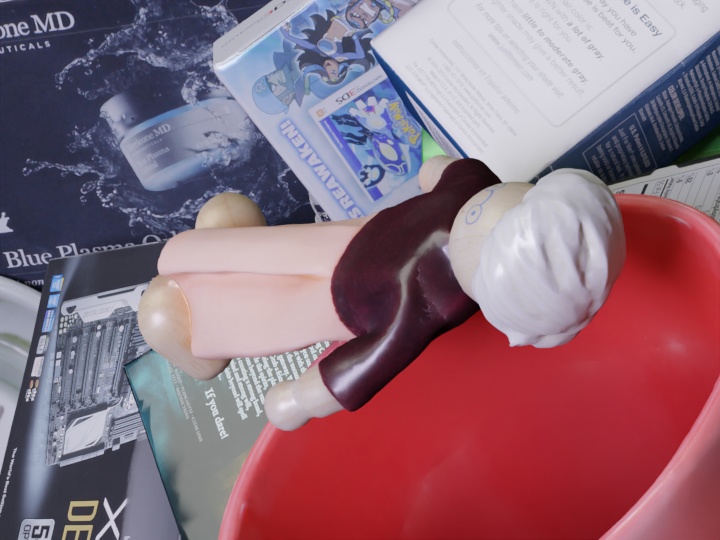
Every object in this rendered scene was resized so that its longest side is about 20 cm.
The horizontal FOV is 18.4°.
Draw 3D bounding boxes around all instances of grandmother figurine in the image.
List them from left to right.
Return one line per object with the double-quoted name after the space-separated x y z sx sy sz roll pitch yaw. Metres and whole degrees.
0.006 0.002 0.723 0.199 0.061 0.122 -9 49 49 "grandmother figurine"

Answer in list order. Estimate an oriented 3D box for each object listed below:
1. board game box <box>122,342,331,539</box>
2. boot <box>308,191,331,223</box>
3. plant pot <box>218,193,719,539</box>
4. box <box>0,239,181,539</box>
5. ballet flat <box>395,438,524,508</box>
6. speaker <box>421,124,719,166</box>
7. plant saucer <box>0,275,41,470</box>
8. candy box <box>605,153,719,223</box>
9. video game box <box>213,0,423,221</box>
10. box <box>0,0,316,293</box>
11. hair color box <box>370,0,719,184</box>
-0.013 0.092 0.927 0.135 0.028 0.201 -30 58 13 "board game box"
0.000 0.000 1.073 0.073 0.096 0.201 -18 35 37 "boot"
0.082 0.105 0.727 0.200 0.178 0.201 -30 28 18 "plant pot"
-0.107 0.088 1.055 0.157 0.050 0.201 -7 66 47 "box"
0.076 0.060 0.866 0.200 0.071 0.069 -34 -33 -54 "ballet flat"
0.129 -0.043 0.919 0.199 0.089 0.089 -5 37 11 "speaker"
-0.215 0.102 1.159 0.200 0.200 0.050 -45 -14 -9 "plant saucer"
0.180 0.017 0.777 0.199 0.136 0.061 -14 37 43 "candy box"
0.064 -0.072 0.988 0.182 0.200 0.047 -35 21 8 "video game box"
-0.111 -0.092 1.167 0.195 0.201 0.118 -7 34 8 "box"
0.114 -0.106 0.861 0.200 0.061 0.100 -38 58 -1 "hair color box"
